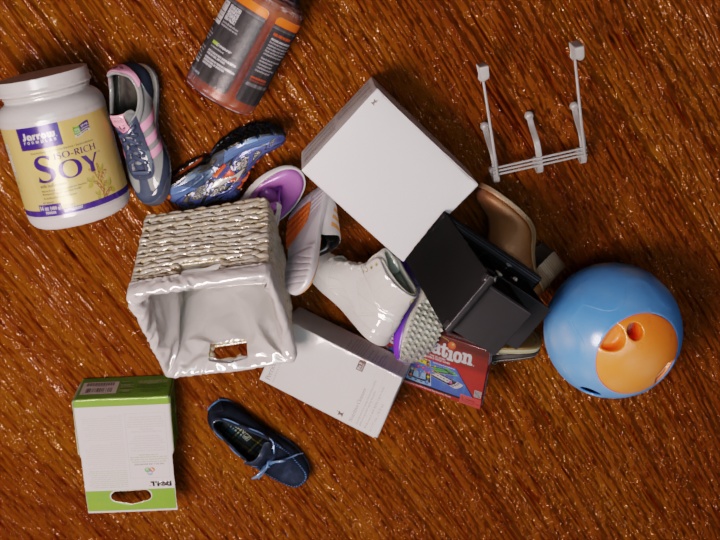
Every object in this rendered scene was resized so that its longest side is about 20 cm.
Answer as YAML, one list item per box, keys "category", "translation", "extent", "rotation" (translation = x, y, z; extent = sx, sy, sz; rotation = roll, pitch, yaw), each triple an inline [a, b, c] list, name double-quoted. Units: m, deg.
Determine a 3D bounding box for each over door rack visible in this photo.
- category: "over door rack"
  translation: [0.245, -0.230, 1.408]
  extent: [0.147, 0.067, 0.200]
  rotation: [-13, 130, 1]

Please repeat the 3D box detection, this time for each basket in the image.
- category: "basket"
  translation: [-0.201, 0.024, 1.384]
  extent: [0.197, 0.161, 0.200]
  rotation: [-8, 140, 3]

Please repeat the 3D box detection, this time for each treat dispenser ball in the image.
- category: "treat dispenser ball"
  translation: [0.373, 0.088, 1.463]
  extent: [0.200, 0.201, 0.202]
  rotation: [-1, 109, -3]

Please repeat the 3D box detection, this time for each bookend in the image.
- category: "bookend"
  translation: [0.184, 0.041, 1.344]
  extent: [0.198, 0.200, 0.092]
  rotation: [32, 106, -25]

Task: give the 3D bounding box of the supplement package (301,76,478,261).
- category: "supplement package"
  translation: [0.038, -0.145, 1.410]
  extent: [0.200, 0.111, 0.156]
  rotation: [41, 102, -15]

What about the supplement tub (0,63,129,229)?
- category: "supplement tub"
  translation: [-0.408, -0.171, 1.354]
  extent: [0.145, 0.145, 0.201]
  rotation: [-11, 110, 0]

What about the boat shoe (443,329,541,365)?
- category: "boat shoe"
  translation: [0.179, 0.120, 1.530]
  extent: [0.199, 0.073, 0.065]
  rotation: [3, 124, 14]

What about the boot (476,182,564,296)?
- category: "boot"
  translation: [0.197, -0.017, 1.472]
  extent: [0.155, 0.074, 0.200]
  rotation: [-42, 108, 1]

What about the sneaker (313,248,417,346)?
- category: "sneaker"
  translation: [0.000, 0.000, 1.434]
  extent: [0.200, 0.074, 0.116]
  rotation: [44, 117, 21]

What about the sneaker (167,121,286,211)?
- category: "sneaker"
  translation: [-0.188, -0.145, 1.424]
  extent: [0.200, 0.075, 0.079]
  rotation: [-30, 117, 15]

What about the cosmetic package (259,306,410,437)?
- category: "cosmetic package"
  translation: [-0.038, 0.152, 1.496]
  extent: [0.199, 0.081, 0.113]
  rotation: [24, 107, 6]

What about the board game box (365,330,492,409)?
- category: "board game box"
  translation: [0.099, 0.132, 1.502]
  extent: [0.199, 0.019, 0.103]
  rotation: [17, 117, 21]

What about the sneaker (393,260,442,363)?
- category: "sneaker"
  translation: [0.073, 0.038, 1.472]
  extent: [0.069, 0.099, 0.201]
  rotation: [19, 80, -41]

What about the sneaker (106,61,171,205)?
- category: "sneaker"
  translation: [-0.315, -0.187, 1.366]
  extent: [0.070, 0.082, 0.201]
  rotation: [-7, 95, 21]

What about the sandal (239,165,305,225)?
- category: "sandal"
  translation: [-0.152, -0.070, 1.441]
  extent: [0.203, 0.050, 0.082]
  rotation: [-41, 138, 16]

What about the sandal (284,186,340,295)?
- category: "sandal"
  translation: [-0.065, -0.034, 1.407]
  extent: [0.059, 0.207, 0.079]
  rotation: [36, 130, -29]

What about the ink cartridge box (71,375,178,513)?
- category: "ink cartridge box"
  translation: [-0.361, 0.273, 1.547]
  extent: [0.147, 0.076, 0.201]
  rotation: [-2, 110, -4]

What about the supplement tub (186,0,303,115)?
- category: "supplement tub"
  translation: [-0.147, -0.319, 1.340]
  extent: [0.107, 0.107, 0.200]
  rotation: [29, 105, -13]

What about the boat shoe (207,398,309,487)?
- category: "boat shoe"
  translation: [-0.168, 0.289, 1.567]
  extent: [0.200, 0.069, 0.084]
  rotation: [34, 104, -14]
